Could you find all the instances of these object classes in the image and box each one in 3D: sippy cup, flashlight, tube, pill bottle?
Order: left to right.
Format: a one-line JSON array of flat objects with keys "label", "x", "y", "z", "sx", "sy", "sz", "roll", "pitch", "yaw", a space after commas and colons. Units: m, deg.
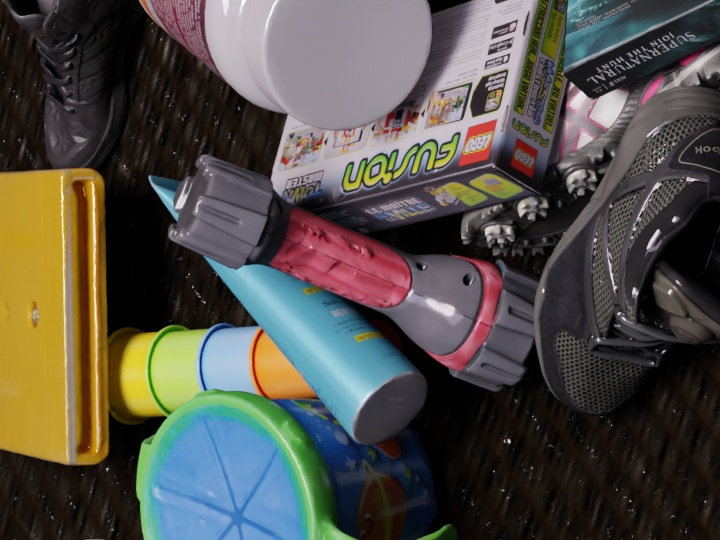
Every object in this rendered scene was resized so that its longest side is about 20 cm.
[{"label": "pill bottle", "x": -0.044, "y": -0.151, "z": 1.248, "sx": 0.200, "sy": 0.113, "sz": 0.115, "roll": 43, "pitch": 120, "yaw": 58}, {"label": "tube", "x": -0.041, "y": 0.014, "z": 1.280, "sx": 0.051, "sy": 0.077, "sz": 0.200, "roll": -52, "pitch": 56, "yaw": 13}, {"label": "sippy cup", "x": -0.031, "y": 0.128, "z": 1.278, "sx": 0.140, "sy": 0.130, "sz": 0.178, "roll": -49, "pitch": 64, "yaw": 33}, {"label": "flashlight", "x": 0.000, "y": 0.000, "z": 1.211, "sx": 0.068, "sy": 0.199, "sz": 0.068, "roll": -51, "pitch": 23, "yaw": 42}]

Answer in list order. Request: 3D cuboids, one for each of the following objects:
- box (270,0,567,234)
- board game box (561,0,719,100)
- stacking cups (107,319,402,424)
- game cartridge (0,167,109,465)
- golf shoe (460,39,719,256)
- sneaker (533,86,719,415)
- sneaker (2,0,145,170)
[{"label": "box", "x": 0.028, "y": -0.080, "z": 1.233, "sx": 0.199, "sy": 0.035, "sz": 0.111, "roll": -11, "pitch": 58, "yaw": 50}, {"label": "board game box", "x": 0.186, "y": -0.177, "z": 1.113, "sx": 0.199, "sy": 0.028, "sz": 0.136, "roll": -23, "pitch": 45, "yaw": 37}, {"label": "stacking cups", "x": -0.064, "y": 0.060, "z": 1.356, "sx": 0.199, "sy": 0.060, "sz": 0.061, "roll": -3, "pitch": 90, "yaw": 36}, {"label": "game cartridge", "x": -0.209, "y": 0.026, "z": 1.449, "sx": 0.200, "sy": 0.032, "sz": 0.178, "roll": 3, "pitch": 94, "yaw": 62}, {"label": "golf shoe", "x": 0.129, "y": -0.078, "z": 1.190, "sx": 0.200, "sy": 0.077, "sz": 0.089, "roll": -36, "pitch": 52, "yaw": 30}, {"label": "sneaker", "x": 0.139, "y": 0.019, "z": 1.131, "sx": 0.115, "sy": 0.076, "sz": 0.200, "roll": -92, "pitch": 20, "yaw": -47}, {"label": "sneaker", "x": -0.183, "y": -0.153, "z": 1.411, "sx": 0.060, "sy": 0.104, "sz": 0.201, "roll": 31, "pitch": 111, "yaw": 34}]
